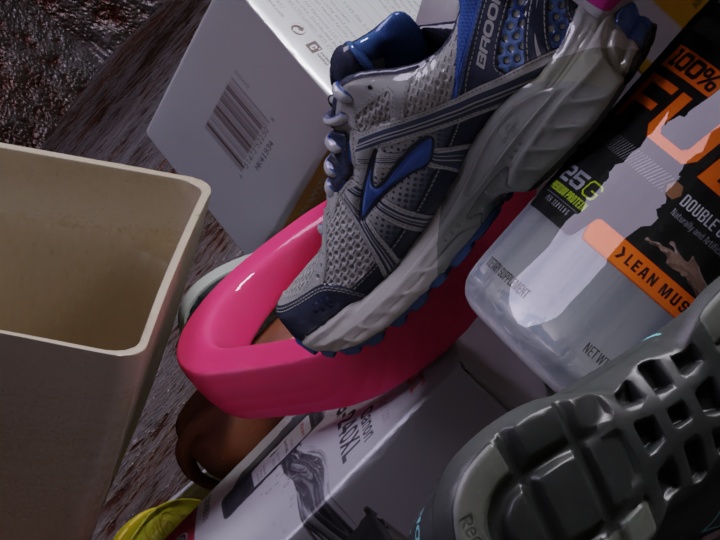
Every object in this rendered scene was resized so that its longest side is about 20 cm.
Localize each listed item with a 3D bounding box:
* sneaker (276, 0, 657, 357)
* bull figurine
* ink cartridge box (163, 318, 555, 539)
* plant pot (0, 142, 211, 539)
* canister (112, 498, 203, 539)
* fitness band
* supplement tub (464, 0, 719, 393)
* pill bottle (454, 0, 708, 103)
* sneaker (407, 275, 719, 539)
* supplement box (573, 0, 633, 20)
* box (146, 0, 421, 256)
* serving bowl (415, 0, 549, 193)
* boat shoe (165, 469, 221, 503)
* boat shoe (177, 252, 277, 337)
[{"bbox_3d":[0.020,-0.049,0.996,0.200,0.085,0.077,-47,3,37],"label":"sneaker"},{"bbox_3d":[0.005,0.036,1.244,0.200,0.121,0.065,-34,56,-1],"label":"bull figurine"},{"bbox_3d":[-0.002,0.108,1.138,0.200,0.083,0.145,-46,13,10],"label":"ink cartridge box"},{"bbox_3d":[-0.190,0.057,1.255,0.200,0.200,0.177,-75,-5,-65],"label":"plant pot"},{"bbox_3d":[-0.137,0.205,1.322,0.200,0.087,0.149,-36,18,52],"label":"canister"},{"bbox_3d":[0.000,0.000,1.147,0.200,0.037,0.144,-12,38,55],"label":"fitness band"},{"bbox_3d":[0.142,-0.027,0.952,0.200,0.122,0.123,-49,12,2],"label":"supplement tub"},{"bbox_3d":[0.109,-0.096,1.096,0.113,0.200,0.113,-46,12,13],"label":"pill bottle"},{"bbox_3d":[0.099,0.048,0.864,0.200,0.075,0.079,-21,-7,-22],"label":"sneaker"},{"bbox_3d":[0.106,-0.175,0.973,0.101,0.103,0.200,-54,-11,29],"label":"supplement box"},{"bbox_3d":[0.011,-0.103,1.380,0.200,0.098,0.124,-27,-21,-39],"label":"box"},{"bbox_3d":[0.122,-0.107,1.217,0.200,0.200,0.066,-48,51,7],"label":"serving bowl"},{"bbox_3d":[-0.032,0.071,1.354,0.202,0.086,0.075,-45,14,8],"label":"boat shoe"},{"bbox_3d":[0.010,0.000,1.310,0.200,0.076,0.060,-32,21,-5],"label":"boat shoe"}]
